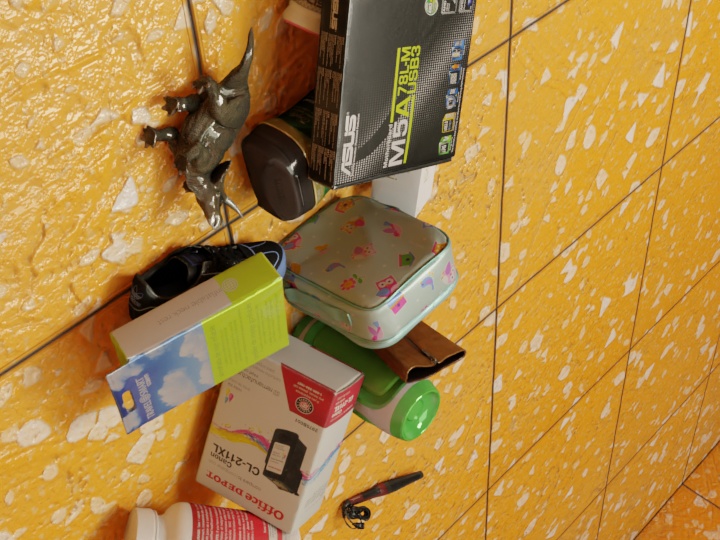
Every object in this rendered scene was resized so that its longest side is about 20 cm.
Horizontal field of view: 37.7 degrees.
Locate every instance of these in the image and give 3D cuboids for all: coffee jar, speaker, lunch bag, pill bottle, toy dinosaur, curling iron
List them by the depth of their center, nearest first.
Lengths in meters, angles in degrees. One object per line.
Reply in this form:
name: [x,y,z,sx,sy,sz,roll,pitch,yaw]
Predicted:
toy dinosaur: [-0.147,-0.144,1.028,0.102,0.076,0.202,-8,118,-64]
coffee jar: [-0.038,-0.146,1.142,0.200,0.085,0.105,-41,142,-27]
lunch bag: [0.000,0.000,1.214,0.160,0.199,0.078,-43,134,-23]
pill bottle: [-0.179,0.339,1.259,0.198,0.112,0.113,13,110,-20]
speaker: [0.003,0.129,1.314,0.088,0.199,0.089,-33,140,-33]
curling iron: [0.037,0.365,1.709,0.199,0.025,0.050,-20,95,-49]

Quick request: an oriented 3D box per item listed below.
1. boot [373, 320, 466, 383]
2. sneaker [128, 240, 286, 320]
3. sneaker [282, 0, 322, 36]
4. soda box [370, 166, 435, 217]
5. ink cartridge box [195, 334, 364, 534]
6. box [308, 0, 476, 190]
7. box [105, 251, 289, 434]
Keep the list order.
boot: [0.054,0.047,1.316,0.187,0.199,0.069,-17,129,-46]
sneaker: [-0.157,0.004,1.120,0.199,0.070,0.078,-30,145,-35]
sneaker: [0.010,-0.294,1.095,0.199,0.074,0.088,-14,133,-42]
soda box: [0.059,-0.169,1.257,0.068,0.063,0.202,-53,155,-53]
ink cartridge box: [-0.099,0.190,1.266,0.083,0.145,0.202,-29,140,-63]
box: [0.035,-0.198,1.088,0.192,0.047,0.202,-18,123,-45]
box: [-0.170,0.076,1.083,0.199,0.048,0.123,-29,147,-19]
